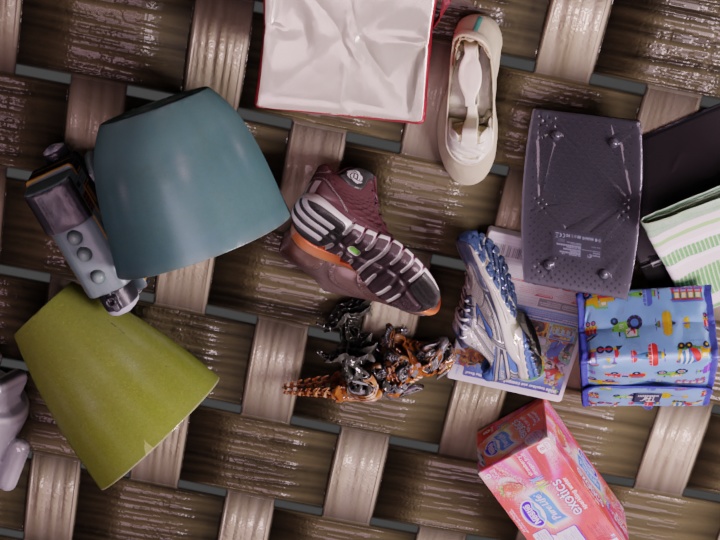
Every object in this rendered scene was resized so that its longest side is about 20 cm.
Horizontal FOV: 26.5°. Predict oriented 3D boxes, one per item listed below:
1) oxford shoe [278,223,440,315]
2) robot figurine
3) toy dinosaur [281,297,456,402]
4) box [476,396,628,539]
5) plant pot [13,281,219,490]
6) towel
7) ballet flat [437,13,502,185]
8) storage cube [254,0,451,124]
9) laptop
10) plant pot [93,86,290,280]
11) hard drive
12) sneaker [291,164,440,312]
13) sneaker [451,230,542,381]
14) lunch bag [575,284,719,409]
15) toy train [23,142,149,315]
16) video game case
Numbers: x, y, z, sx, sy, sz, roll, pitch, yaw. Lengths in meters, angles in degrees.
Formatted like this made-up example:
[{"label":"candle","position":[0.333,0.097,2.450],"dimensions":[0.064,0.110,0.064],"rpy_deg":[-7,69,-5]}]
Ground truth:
[{"label":"oxford shoe","position":[0.000,0.000,1.756],"dimensions":[0.199,0.072,0.073],"rpy_deg":[31,139,-12]},{"label":"robot figurine","position":[-0.470,0.192,1.840],"dimensions":[0.169,0.113,0.201],"rpy_deg":[38,116,15]},{"label":"toy dinosaur","position":[0.008,0.114,1.794],"dimensions":[0.199,0.102,0.136],"rpy_deg":[-31,131,-6]},{"label":"box","position":[0.233,0.268,1.855],"dimensions":[0.102,0.095,0.200],"rpy_deg":[-31,111,17]},{"label":"plant pot","position":[-0.298,0.115,1.773],"dimensions":[0.187,0.187,0.200],"rpy_deg":[-40,95,20]},{"label":"towel","position":[0.402,-0.028,1.662],"dimensions":[0.152,0.023,0.200],"rpy_deg":[-22,143,14]},{"label":"ballet flat","position":[0.117,-0.175,1.651],"dimensions":[0.069,0.070,0.201],"rpy_deg":[1,117,2]},{"label":"storage cube","position":[-0.007,-0.266,1.547],"dimensions":[0.199,0.180,0.172],"rpy_deg":[7,117,1]},{"label":"laptop","position":[0.393,-0.068,1.723],"dimensions":[0.186,0.116,0.200],"rpy_deg":[-22,143,14]},{"label":"plant pot","position":[-0.193,-0.102,1.637],"dimensions":[0.199,0.201,0.162],"rpy_deg":[-16,103,11]},{"label":"hard drive","position":[0.245,-0.076,1.678],"dimensions":[0.134,0.042,0.201],"rpy_deg":[9,111,23]},{"label":"sneaker","position":[0.020,-0.050,1.695],"dimensions":[0.200,0.116,0.076],"rpy_deg":[39,134,-22]},{"label":"sneaker","position":[0.138,0.050,1.741],"dimensions":[0.085,0.077,0.201],"rpy_deg":[-17,115,16]},{"label":"lunch bag","position":[0.326,0.106,1.755],"dimensions":[0.150,0.095,0.200],"rpy_deg":[-4,150,8]},{"label":"toy train","position":[-0.302,-0.044,1.711],"dimensions":[0.085,0.114,0.201],"rpy_deg":[-20,114,13]},{"label":"video game case","position":[0.193,0.053,1.790],"dimensions":[0.142,0.018,0.201],"rpy_deg":[12,117,-4]}]
